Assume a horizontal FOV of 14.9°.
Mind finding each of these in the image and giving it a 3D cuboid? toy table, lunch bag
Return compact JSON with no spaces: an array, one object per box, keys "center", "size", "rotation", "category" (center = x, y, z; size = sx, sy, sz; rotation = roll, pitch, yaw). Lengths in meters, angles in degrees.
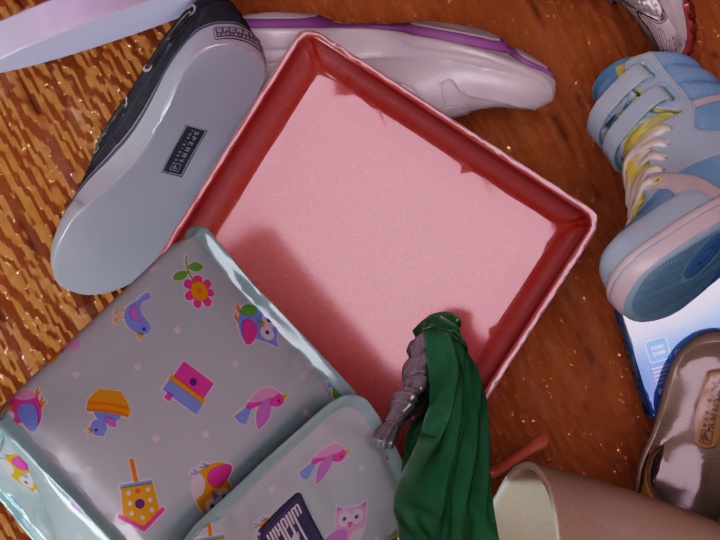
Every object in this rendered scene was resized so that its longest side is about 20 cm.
[{"center":[-0.144,-0.194,1.540],"size":[0.184,0.200,0.117],"rotation":[-21,90,41],"category":"toy table"},{"center":[-0.084,0.108,1.455],"size":[0.200,0.122,0.170],"rotation":[48,63,-3],"category":"lunch bag"}]

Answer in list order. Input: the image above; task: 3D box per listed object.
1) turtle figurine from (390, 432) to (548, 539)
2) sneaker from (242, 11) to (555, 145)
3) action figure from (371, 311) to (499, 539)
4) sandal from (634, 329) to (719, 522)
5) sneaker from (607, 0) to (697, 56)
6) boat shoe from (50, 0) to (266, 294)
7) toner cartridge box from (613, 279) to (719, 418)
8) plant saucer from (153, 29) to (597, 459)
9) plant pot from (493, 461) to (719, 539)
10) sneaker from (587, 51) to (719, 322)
[{"center":[-0.005,0.091,1.594],"size":[0.200,0.064,0.162],"rotation":[-26,84,2],"category":"turtle figurine"},{"center":[0.013,-0.097,1.594],"size":[0.199,0.075,0.100],"rotation":[4,98,8],"category":"sneaker"},{"center":[0.041,0.099,1.447],"size":[0.055,0.200,0.118],"rotation":[-16,133,19],"category":"action figure"},{"center":[0.190,0.130,1.543],"size":[0.080,0.054,0.201],"rotation":[9,83,8],"category":"sandal"},{"center":[0.118,-0.192,1.591],"size":[0.082,0.078,0.200],"rotation":[-45,82,6],"category":"sneaker"},{"center":[-0.116,-0.070,1.578],"size":[0.069,0.057,0.200],"rotation":[20,122,-30],"category":"boat shoe"},{"center":[0.250,0.013,1.603],"size":[0.199,0.043,0.095],"rotation":[-17,90,0],"category":"toner cartridge box"},{"center":[0.000,0.000,1.541],"size":[0.199,0.037,0.200],"rotation":[33,96,5],"category":"plant saucer"},{"center":[0.171,0.205,1.451],"size":[0.199,0.187,0.188],"rotation":[8,91,-12],"category":"plant pot"},{"center":[0.158,-0.052,1.519],"size":[0.131,0.200,0.080],"rotation":[41,127,15],"category":"sneaker"}]
